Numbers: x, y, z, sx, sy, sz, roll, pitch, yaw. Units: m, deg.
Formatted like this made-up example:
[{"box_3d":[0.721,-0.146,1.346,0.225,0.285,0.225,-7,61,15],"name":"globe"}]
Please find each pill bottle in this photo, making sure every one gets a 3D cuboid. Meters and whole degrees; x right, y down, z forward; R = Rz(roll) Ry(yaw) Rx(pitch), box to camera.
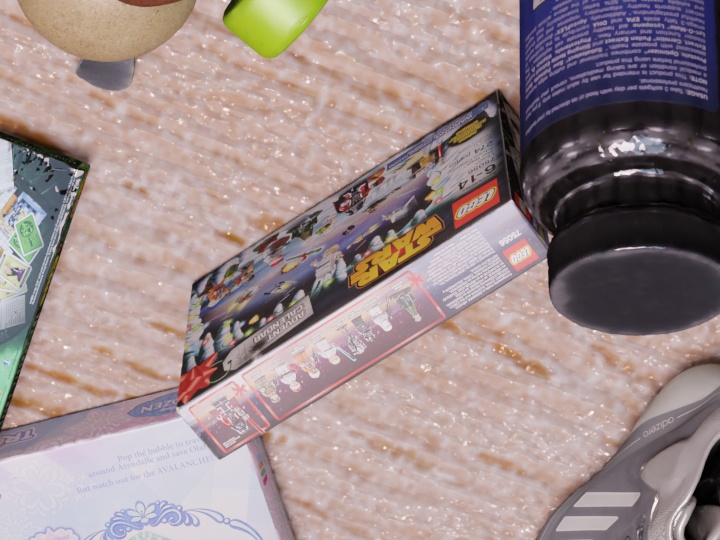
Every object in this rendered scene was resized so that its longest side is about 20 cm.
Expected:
[{"box_3d":[0.130,-0.077,1.131,0.112,0.200,0.112,2,151,1],"name":"pill bottle"}]

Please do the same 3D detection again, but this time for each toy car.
[{"box_3d":[-0.111,-0.163,1.168,0.164,0.158,0.200,39,139,-12],"name":"toy car"}]

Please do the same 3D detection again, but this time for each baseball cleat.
[{"box_3d":[0.148,0.143,1.296,0.070,0.107,0.200,21,116,-14],"name":"baseball cleat"}]

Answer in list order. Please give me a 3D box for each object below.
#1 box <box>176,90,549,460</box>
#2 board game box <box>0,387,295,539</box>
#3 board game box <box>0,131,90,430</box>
[{"box_3d":[0.000,0.000,1.215,0.200,0.137,0.040,-32,113,14],"name":"box"},{"box_3d":[-0.134,0.173,1.350,0.199,0.043,0.199,-14,114,8],"name":"board game box"},{"box_3d":[-0.222,0.019,1.268,0.105,0.023,0.200,20,104,-3],"name":"board game box"}]
